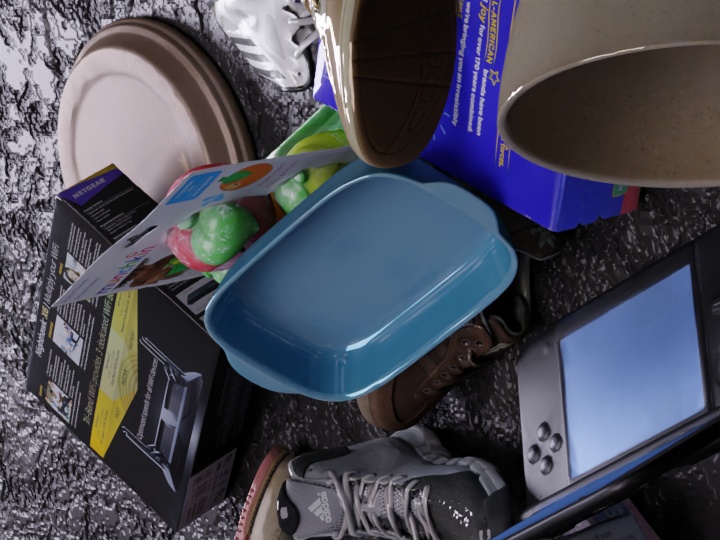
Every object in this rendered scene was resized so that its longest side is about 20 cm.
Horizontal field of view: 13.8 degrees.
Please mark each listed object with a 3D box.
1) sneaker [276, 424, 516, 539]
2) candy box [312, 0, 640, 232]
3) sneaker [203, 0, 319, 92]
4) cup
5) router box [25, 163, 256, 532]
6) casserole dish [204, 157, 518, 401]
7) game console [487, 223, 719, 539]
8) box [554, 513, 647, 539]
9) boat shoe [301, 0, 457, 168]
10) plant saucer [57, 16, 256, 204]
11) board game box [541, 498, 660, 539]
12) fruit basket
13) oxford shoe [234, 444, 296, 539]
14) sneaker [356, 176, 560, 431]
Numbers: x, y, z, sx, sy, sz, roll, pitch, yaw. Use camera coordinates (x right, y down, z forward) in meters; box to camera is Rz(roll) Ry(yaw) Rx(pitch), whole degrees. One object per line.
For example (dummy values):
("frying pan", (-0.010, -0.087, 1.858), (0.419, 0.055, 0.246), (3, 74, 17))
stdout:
("sneaker", (0.013, 0.145, 1.735), (0.200, 0.115, 0.075), (-156, 61, -71))
("candy box", (0.071, -0.139, 1.628), (0.200, 0.077, 0.170), (33, 127, 40))
("sneaker", (-0.025, -0.178, 1.746), (0.116, 0.076, 0.200), (55, 148, 6))
("cup", (0.166, -0.139, 1.448), (0.200, 0.200, 0.144), (-23, 61, 52))
("router box", (-0.142, 0.053, 1.948), (0.157, 0.052, 0.200), (42, 142, 22))
("casserole dish", (0.000, 0.000, 1.661), (0.200, 0.121, 0.039), (-39, 32, 36))
("game console", (0.116, 0.074, 1.573), (0.200, 0.116, 0.176), (-33, 52, 46))
("box", (0.115, 0.269, 1.652), (0.184, 0.105, 0.200), (-43, 71, 46))
("boat shoe", (0.003, -0.155, 1.591), (0.065, 0.072, 0.201), (1, 97, 55))
("plant saucer", (-0.138, -0.066, 1.951), (0.200, 0.029, 0.201), (24, 123, 43))
("board game box", (0.141, 0.246, 1.730), (0.200, 0.043, 0.199), (53, 137, 21))
("fruit basket", (-0.057, -0.025, 1.731), (0.185, 0.200, 0.094), (-39, 74, 49))
("oxford shoe", (-0.042, 0.209, 1.935), (0.075, 0.070, 0.201), (11, 115, 19))
("sneaker", (0.055, 0.033, 1.725), (0.076, 0.070, 0.200), (42, 135, 25))
